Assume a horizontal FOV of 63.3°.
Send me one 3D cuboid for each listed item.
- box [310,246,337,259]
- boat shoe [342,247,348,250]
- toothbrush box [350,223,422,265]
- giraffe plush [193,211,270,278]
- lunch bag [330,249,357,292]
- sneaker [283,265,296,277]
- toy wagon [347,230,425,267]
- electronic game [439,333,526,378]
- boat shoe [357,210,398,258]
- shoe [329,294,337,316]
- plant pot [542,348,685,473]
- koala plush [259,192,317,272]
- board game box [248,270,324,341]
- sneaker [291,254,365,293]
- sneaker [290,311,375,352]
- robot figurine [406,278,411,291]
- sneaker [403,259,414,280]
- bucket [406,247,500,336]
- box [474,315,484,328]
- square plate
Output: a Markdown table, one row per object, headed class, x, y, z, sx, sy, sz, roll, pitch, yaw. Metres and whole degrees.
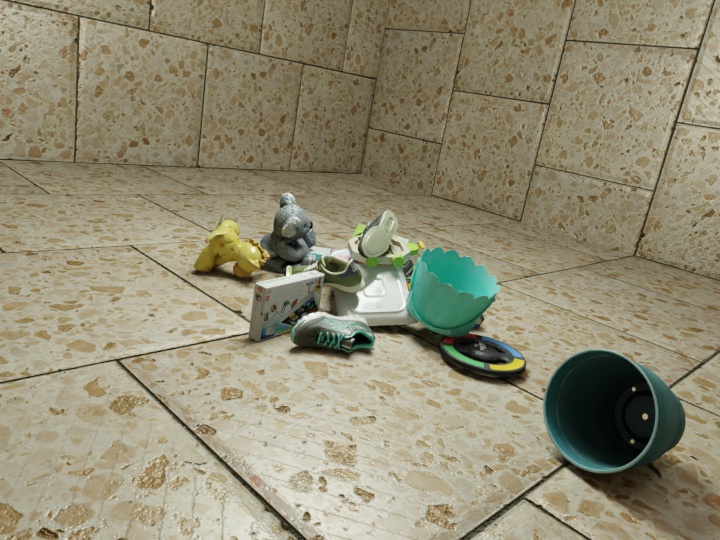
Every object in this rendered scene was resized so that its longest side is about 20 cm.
| class | x | y | z | sx | sy | sz | roll | pitch | yaw |
| --- | --- | --- | --- | --- | --- | --- | --- | --- | --- |
| box | -0.083 | -0.034 | 1.866 | 0.200 | 0.049 | 0.082 | 9 | 17 | -4 |
| boat shoe | -0.038 | -0.041 | 1.767 | 0.201 | 0.070 | 0.072 | -30 | -5 | -32 |
| toothbrush box | 0.084 | -0.066 | 1.916 | 0.200 | 0.086 | 0.146 | 22 | -9 | 32 |
| giraffe plush | -0.338 | -0.050 | 1.613 | 0.162 | 0.200 | 0.173 | 32 | 48 | -6 |
| lunch bag | 0.000 | 0.000 | 1.612 | 0.169 | 0.127 | 0.200 | -1 | 11 | 1 |
| sneaker | -0.161 | 0.050 | 1.526 | 0.081 | 0.074 | 0.200 | 12 | 23 | -18 |
| toy wagon | 0.071 | -0.054 | 1.535 | 0.200 | 0.040 | 0.155 | 1 | 28 | -13 |
| electronic game | 0.280 | 0.191 | 1.341 | 0.200 | 0.042 | 0.200 | 9 | 17 | -3 |
| boat shoe | 0.035 | -0.084 | 1.491 | 0.068 | 0.072 | 0.200 | -20 | 20 | 32 |
| shoe | -0.006 | 0.085 | 1.527 | 0.070 | 0.053 | 0.200 | -2 | 0 | 42 |
| plant pot | 0.457 | 0.250 | 1.017 | 0.188 | 0.200 | 0.200 | 17 | 9 | -38 |
| koala plush | -0.210 | -0.111 | 1.714 | 0.184 | 0.200 | 0.177 | 0 | 45 | -11 |
| board game box | -0.163 | 0.076 | 1.315 | 0.035 | 0.126 | 0.200 | 21 | 19 | 32 |
| sneaker | -0.086 | -0.005 | 1.415 | 0.200 | 0.090 | 0.067 | 8 | 45 | 27 |
| sneaker | -0.052 | 0.140 | 1.267 | 0.200 | 0.078 | 0.091 | -2 | 24 | -32 |
| robot figurine | 0.156 | 0.071 | 1.642 | 0.145 | 0.058 | 0.200 | 17 | 18 | 20 |
| sneaker | 0.067 | -0.004 | 1.764 | 0.200 | 0.084 | 0.077 | -2 | 8 | 1 |
| bucket | 0.214 | 0.054 | 1.406 | 0.207 | 0.135 | 0.207 | 16 | 29 | -9 |
| box | 0.246 | 0.065 | 1.598 | 0.136 | 0.038 | 0.200 | 17 | 31 | -22 |
| square plate | 0.031 | 0.050 | 1.459 | 0.200 | 0.028 | 0.198 | -1 | 51 | -15 |
